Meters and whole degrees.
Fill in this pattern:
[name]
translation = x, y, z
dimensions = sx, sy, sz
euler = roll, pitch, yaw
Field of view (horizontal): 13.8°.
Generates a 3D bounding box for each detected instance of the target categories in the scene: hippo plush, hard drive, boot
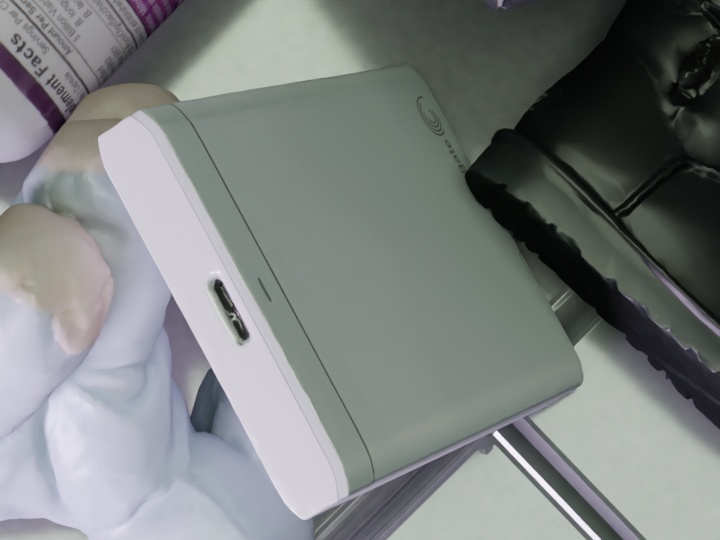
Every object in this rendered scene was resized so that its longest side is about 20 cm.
[hippo plush]
translation = -0.070, 0.053, 0.983
dimensions = 0.160, 0.159, 0.201
euler = 35, 68, -6
[hard drive]
translation = 0.000, 0.000, 0.978
dimensions = 0.027, 0.200, 0.132
euler = -31, 84, 25
[boot]
translation = 0.158, -0.032, 1.038
dimensions = 0.200, 0.076, 0.168
euler = 43, 82, 1

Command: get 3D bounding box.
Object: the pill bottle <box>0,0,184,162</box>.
[pill bottle]
translation = -0.122, -0.110, 1.028
dimensions = 0.112, 0.112, 0.200
euler = 44, 84, 4

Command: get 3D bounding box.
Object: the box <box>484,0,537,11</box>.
[box]
translation = 0.074, -0.171, 0.994
dimensions = 0.199, 0.049, 0.161
euler = -19, 53, -37
